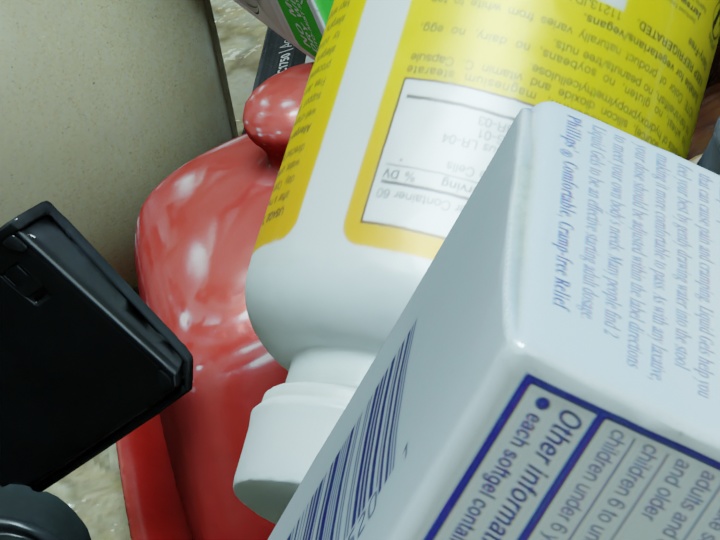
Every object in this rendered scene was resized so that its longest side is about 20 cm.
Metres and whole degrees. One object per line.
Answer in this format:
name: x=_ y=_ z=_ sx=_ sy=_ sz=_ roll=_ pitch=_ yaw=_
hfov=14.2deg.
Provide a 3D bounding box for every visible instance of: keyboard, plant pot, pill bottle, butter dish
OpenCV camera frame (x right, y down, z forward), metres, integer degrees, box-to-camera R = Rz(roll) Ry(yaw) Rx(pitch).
keyboard: x=-0.147 y=0.026 z=0.925 sx=0.200 sy=0.127 sz=0.021 roll=-33 pitch=19 yaw=45
plant pot: x=-0.119 y=-0.068 z=1.087 sx=0.134 sy=0.200 sz=0.200 roll=-12 pitch=29 yaw=-1
pill bottle: x=0.032 y=-0.019 z=0.821 sx=0.113 sy=0.113 sz=0.200 roll=5 pitch=70 yaw=34
butter dish: x=0.000 y=0.000 z=0.951 sx=0.199 sy=0.148 sz=0.200 roll=-18 pitch=30 yaw=0

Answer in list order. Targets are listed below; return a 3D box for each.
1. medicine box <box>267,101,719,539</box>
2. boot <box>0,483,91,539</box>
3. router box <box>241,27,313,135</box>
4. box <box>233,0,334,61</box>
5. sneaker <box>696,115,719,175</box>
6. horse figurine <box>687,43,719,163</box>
medicine box: x=0.083 y=0.093 z=0.632 sx=0.200 sy=0.182 sz=0.103 roll=24 pitch=32 yaw=-9
boot: x=-0.178 y=0.145 z=0.886 sx=0.198 sy=0.073 sz=0.163 roll=-9 pitch=36 yaw=18
router box: x=0.037 y=-0.099 z=1.195 sx=0.149 sy=0.051 sz=0.200 roll=-12 pitch=30 yaw=13
box: x=0.027 y=-0.171 z=0.967 sx=0.200 sy=0.097 sz=0.176 roll=-32 pitch=33 yaw=-11
sneaker: x=0.119 y=-0.007 z=0.850 sx=0.088 sy=0.074 sz=0.200 roll=-44 pitch=-6 yaw=10
horse figurine: x=0.166 y=-0.025 z=1.003 sx=0.132 sy=0.050 sz=0.200 roll=-28 pitch=32 yaw=-25
